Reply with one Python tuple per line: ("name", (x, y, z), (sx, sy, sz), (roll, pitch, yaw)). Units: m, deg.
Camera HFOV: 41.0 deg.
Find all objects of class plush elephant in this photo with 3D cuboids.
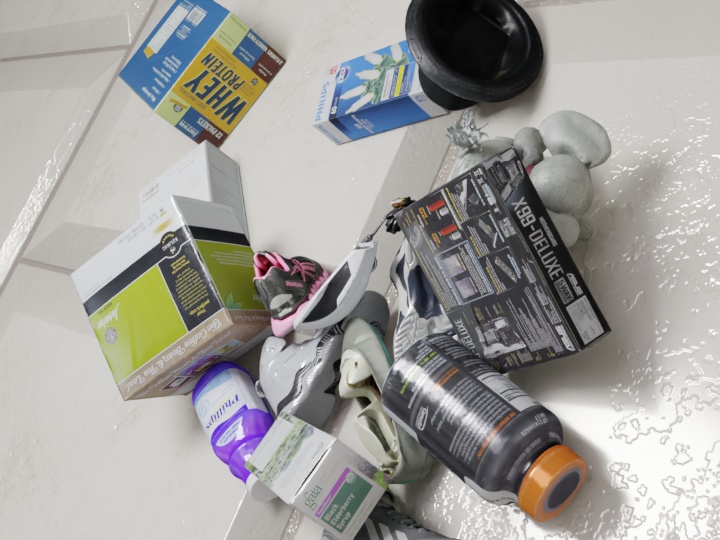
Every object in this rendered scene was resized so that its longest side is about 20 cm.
("plush elephant", (0.184, -0.082, 1.015), (0.155, 0.200, 0.165), (25, 74, 30))

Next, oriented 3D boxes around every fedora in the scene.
("fedora", (0.130, -0.270, 1.210), (0.092, 0.200, 0.201), (125, 154, -54))

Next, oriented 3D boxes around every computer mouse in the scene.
("computer mouse", (0.000, 0.000, 1.095), (0.200, 0.044, 0.110), (-50, -1, 8))

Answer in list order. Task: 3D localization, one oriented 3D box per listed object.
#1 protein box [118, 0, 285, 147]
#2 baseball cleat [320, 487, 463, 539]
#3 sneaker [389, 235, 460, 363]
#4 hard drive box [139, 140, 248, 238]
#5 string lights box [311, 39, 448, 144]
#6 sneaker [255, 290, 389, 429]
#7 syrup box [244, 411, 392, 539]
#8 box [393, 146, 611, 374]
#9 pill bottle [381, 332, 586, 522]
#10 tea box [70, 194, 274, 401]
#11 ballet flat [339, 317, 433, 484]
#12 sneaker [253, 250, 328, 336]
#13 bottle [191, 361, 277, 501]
("protein box", (-0.271, -0.340, 1.622), (0.200, 0.135, 0.199), (-52, 41, 3))
("baseball cleat", (0.033, 0.261, 0.982), (0.200, 0.070, 0.107), (-13, 56, 37))
("sneaker", (0.074, 0.036, 1.100), (0.079, 0.130, 0.199), (-4, 96, 2))
("hard drive box", (-0.259, -0.076, 1.478), (0.156, 0.077, 0.200), (-34, 44, 23))
("string lights box", (0.033, -0.250, 1.334), (0.200, 0.059, 0.103), (-10, 58, 39))
("sneaker", (-0.054, 0.095, 1.170), (0.115, 0.075, 0.200), (35, 92, 47))
("syrup box", (-0.050, 0.214, 1.022), (0.079, 0.081, 0.200), (-55, 17, -12))
("box", (0.134, 0.000, 0.951), (0.050, 0.200, 0.158), (-28, 0, -34))
("pill bottle", (0.120, 0.154, 0.931), (0.200, 0.106, 0.106), (37, 91, 38))
("tea box", (-0.240, 0.039, 1.270), (0.200, 0.134, 0.197), (-34, 71, 22))
("ballet flat", (0.013, 0.138, 1.042), (0.200, 0.064, 0.067), (63, 144, 25))
("sneaker", (-0.096, 0.006, 1.216), (0.079, 0.095, 0.200), (-35, 14, 7))
("bottle", (-0.147, 0.200, 1.195), (0.084, 0.065, 0.200), (-47, 41, 10))
